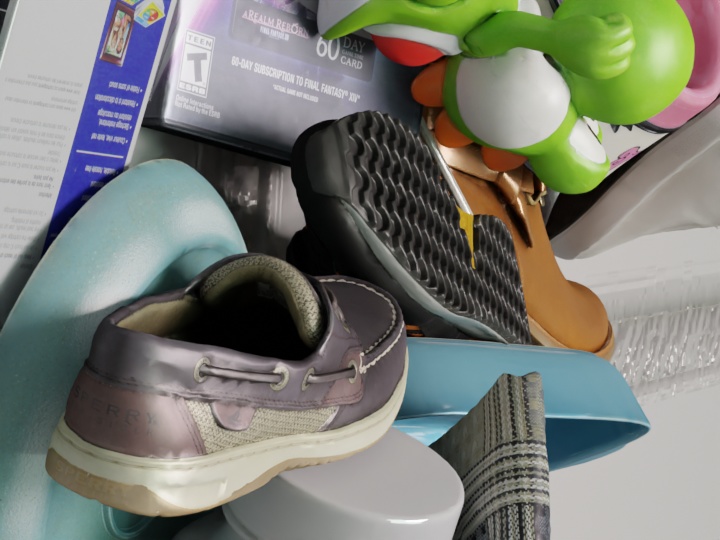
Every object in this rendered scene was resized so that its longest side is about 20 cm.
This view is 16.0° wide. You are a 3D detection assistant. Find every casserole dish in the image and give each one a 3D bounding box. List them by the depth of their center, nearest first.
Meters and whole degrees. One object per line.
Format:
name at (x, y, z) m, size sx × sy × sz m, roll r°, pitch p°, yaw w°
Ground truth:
casserole dish at (0.031, 0.060, 1.063) m, size 0.200 × 0.121 × 0.039 m, roll 5°, pitch 69°, yaw -45°

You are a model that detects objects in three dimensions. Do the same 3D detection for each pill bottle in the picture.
pill bottle at (-0.031, 0.155, 0.921) m, size 0.111 × 0.111 × 0.200 m, roll -21°, pitch 132°, yaw -61°

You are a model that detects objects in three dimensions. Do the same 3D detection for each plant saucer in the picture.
plant saucer at (-0.083, 0.060, 0.902) m, size 0.200 × 0.027 × 0.200 m, roll 17°, pitch 90°, yaw -72°

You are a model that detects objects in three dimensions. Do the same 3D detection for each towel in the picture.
towel at (0.022, 0.154, 0.972) m, size 0.200 × 0.034 × 0.193 m, roll 134°, pitch -41°, yaw -60°

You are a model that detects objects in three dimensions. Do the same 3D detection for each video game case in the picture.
video game case at (-0.018, -0.141, 1.011) m, size 0.143 × 0.019 × 0.200 m, roll 13°, pitch 84°, yaw -47°

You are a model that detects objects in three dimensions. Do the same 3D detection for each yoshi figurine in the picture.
yoshi figurine at (0.063, -0.116, 1.007) m, size 0.200 × 0.112 × 0.113 m, roll 49°, pitch 56°, yaw -38°

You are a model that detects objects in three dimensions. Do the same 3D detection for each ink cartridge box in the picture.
ink cartridge box at (-0.107, -0.059, 0.838) m, size 0.099 × 0.039 × 0.200 m, roll 6°, pitch 101°, yaw -66°

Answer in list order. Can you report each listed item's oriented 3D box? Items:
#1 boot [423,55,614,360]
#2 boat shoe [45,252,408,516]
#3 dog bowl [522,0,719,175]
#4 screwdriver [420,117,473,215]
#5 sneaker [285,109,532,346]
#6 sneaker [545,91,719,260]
boot at (0.068, -0.028, 1.196) m, size 0.200 × 0.074 × 0.155 m, roll -10°, pitch 100°, yaw -66°
boat shoe at (-0.034, 0.027, 0.863) m, size 0.200 × 0.072 × 0.065 m, roll -21°, pitch 132°, yaw -59°
dog bowl at (0.098, -0.141, 1.150) m, size 0.200 × 0.074 × 0.200 m, roll 40°, pitch 40°, yaw -44°
screwdriver at (0.025, -0.068, 1.081) m, size 0.028 × 0.029 × 0.200 m, roll -46°, pitch 115°, yaw -35°
sneaker at (0.000, 0.000, 1.021) m, size 0.200 × 0.090 × 0.070 m, roll 36°, pitch 42°, yaw -62°
sneaker at (0.162, -0.039, 1.255) m, size 0.085 × 0.200 × 0.073 m, roll 32°, pitch 61°, yaw -14°
